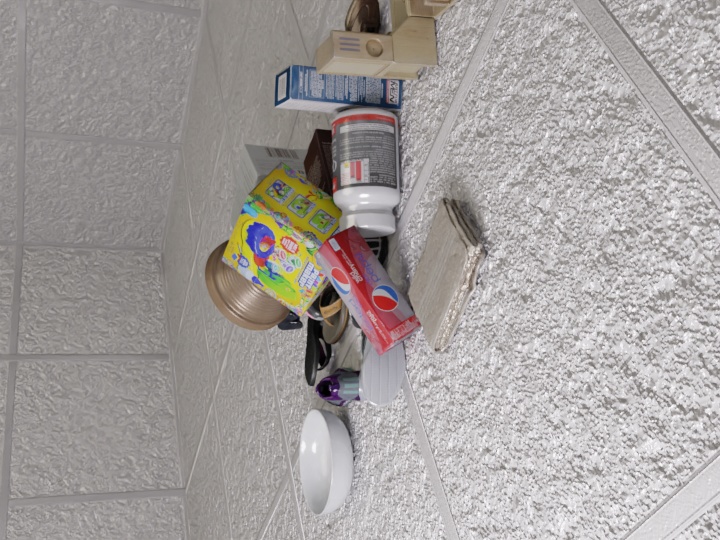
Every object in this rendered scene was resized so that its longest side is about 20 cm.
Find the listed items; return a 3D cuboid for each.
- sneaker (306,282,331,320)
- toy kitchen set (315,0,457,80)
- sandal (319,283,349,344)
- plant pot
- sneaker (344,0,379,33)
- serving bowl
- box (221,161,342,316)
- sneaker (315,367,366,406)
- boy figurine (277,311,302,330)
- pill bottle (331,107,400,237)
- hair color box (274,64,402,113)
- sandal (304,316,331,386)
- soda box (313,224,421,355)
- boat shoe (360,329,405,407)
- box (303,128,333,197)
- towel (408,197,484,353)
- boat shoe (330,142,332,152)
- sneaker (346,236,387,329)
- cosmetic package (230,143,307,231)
[{"bbox_3d":[-0.086,0.001,1.689,0.095,0.079,0.200,-32,59,51],"label":"sneaker"},{"bbox_3d":[0.038,-0.415,1.244,0.163,0.180,0.200,166,101,-67],"label":"toy kitchen set"},{"bbox_3d":[-0.049,0.058,1.598,0.082,0.054,0.200,-109,30,-43],"label":"sandal"},{"bbox_3d":[-0.204,0.013,1.654,0.093,0.201,0.201,-34,55,41],"label":"plant pot"},{"bbox_3d":[0.012,-0.403,1.496,0.076,0.070,0.200,40,131,40],"label":"sneaker"},{"bbox_3d":[-0.058,0.366,1.577,0.200,0.066,0.200,-179,90,-69],"label":"serving bowl"},{"bbox_3d":[-0.128,-0.056,1.530,0.122,0.193,0.200,-53,-4,-42],"label":"box"},{"bbox_3d":[-0.054,0.217,1.549,0.200,0.087,0.075,148,122,-65],"label":"sneaker"},{"bbox_3d":[-0.154,0.026,1.817,0.124,0.064,0.200,59,-152,-56],"label":"boy figurine"},{"bbox_3d":[0.010,-0.163,1.384,0.116,0.116,0.200,157,113,-67],"label":"pill bottle"},{"bbox_3d":[-0.038,-0.306,1.403,0.100,0.200,0.061,-172,84,-68],"label":"hair color box"},{"bbox_3d":[-0.085,0.151,1.708,0.075,0.048,0.201,114,162,-46],"label":"sandal"},{"bbox_3d":[0.010,0.032,1.319,0.200,0.063,0.070,56,149,9],"label":"soda box"},{"bbox_3d":[0.036,0.132,1.373,0.071,0.072,0.200,123,154,-68],"label":"boat shoe"},{"bbox_3d":[-0.054,-0.173,1.610,0.100,0.075,0.200,117,146,-48],"label":"box"},{"bbox_3d":[0.123,0.006,1.192,0.133,0.034,0.200,-110,29,-46],"label":"towel"},{"bbox_3d":[-0.013,-0.235,1.507,0.075,0.073,0.200,117,148,-47],"label":"boat shoe"},{"bbox_3d":[0.000,0.000,1.459,0.081,0.074,0.200,-160,75,-71],"label":"sneaker"},{"bbox_3d":[-0.179,-0.149,1.797,0.166,0.167,0.200,-121,38,-54],"label":"cosmetic package"}]
